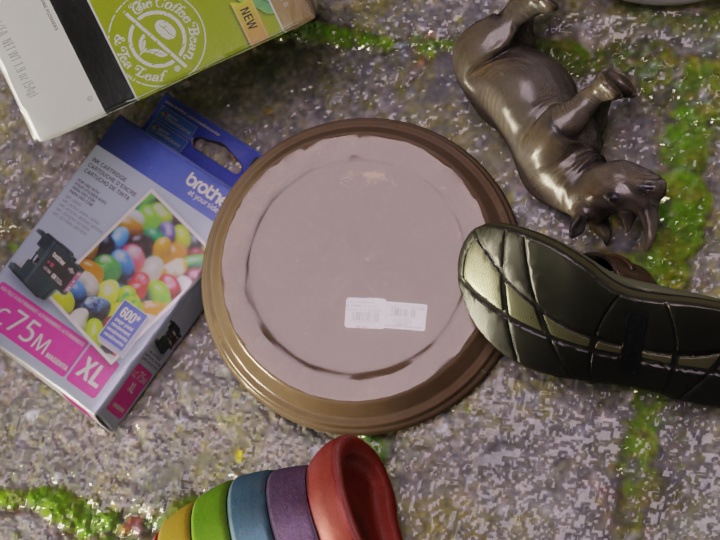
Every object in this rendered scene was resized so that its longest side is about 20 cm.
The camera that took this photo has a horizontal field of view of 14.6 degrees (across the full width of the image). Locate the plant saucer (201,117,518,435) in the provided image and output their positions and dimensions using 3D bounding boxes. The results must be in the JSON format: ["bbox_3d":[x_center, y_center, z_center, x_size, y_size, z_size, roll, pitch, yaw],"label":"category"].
[{"bbox_3d":[0.000,0.000,1.714,0.200,0.029,0.201,-2,76,6],"label":"plant saucer"}]

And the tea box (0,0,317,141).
[{"bbox_3d":[-0.152,-0.218,1.760,0.196,0.134,0.200,-25,104,7],"label":"tea box"}]

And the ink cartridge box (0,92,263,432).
[{"bbox_3d":[-0.145,-0.013,1.780,0.119,0.042,0.200,33,80,25],"label":"ink cartridge box"}]

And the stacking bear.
[{"bbox_3d":[-0.079,0.182,1.649,0.200,0.114,0.122,-23,64,13],"label":"stacking bear"}]

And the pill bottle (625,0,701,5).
[{"bbox_3d":[0.188,-0.273,1.737,0.109,0.109,0.200,-2,69,16],"label":"pill bottle"}]

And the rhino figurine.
[{"bbox_3d":[0.125,-0.088,1.711,0.087,0.060,0.200,-42,63,20],"label":"rhino figurine"}]

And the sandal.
[{"bbox_3d":[0.151,0.028,1.663,0.201,0.057,0.080,20,114,7],"label":"sandal"}]
